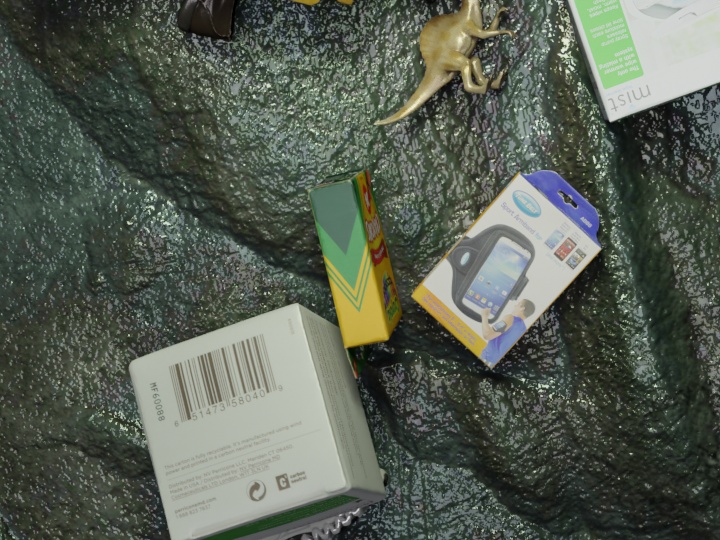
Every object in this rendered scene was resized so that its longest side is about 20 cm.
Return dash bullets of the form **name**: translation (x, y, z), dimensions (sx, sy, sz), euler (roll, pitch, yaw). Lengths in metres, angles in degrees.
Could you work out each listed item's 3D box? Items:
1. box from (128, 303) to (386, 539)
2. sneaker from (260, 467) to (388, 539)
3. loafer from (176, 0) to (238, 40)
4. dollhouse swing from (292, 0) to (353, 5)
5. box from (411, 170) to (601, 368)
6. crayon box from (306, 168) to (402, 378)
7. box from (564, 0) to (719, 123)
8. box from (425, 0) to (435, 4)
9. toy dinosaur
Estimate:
- **box**: translation (-0.104, 0.168, 1.426), dimensions (0.197, 0.171, 0.202), euler (-19, 75, 10)
- **sneaker**: translation (-0.060, 0.268, 1.515), dimensions (0.199, 0.075, 0.081), euler (-34, 84, 11)
- **loafer**: translation (-0.121, -0.331, 1.433), dimensions (0.071, 0.073, 0.201), euler (28, 110, -3)
- **dollhouse swing**: translation (-0.081, -0.401, 1.356), dimensions (0.198, 0.177, 0.183), euler (12, 132, -8)
- **box**: translation (0.162, -0.008, 1.453), dimensions (0.119, 0.041, 0.200), euler (41, 104, 0)
- **crayon box**: translation (0.000, 0.000, 1.434), dimensions (0.050, 0.127, 0.202), euler (-12, 98, 10)
- **box**: translation (0.312, -0.263, 1.364), dimensions (0.198, 0.097, 0.178), euler (-18, 94, 9)
- **box**: translation (0.069, -0.400, 1.389), dimensions (0.160, 0.044, 0.201), euler (-39, 84, 11)
- **toy dinosaur**: translation (0.101, -0.221, 1.430), dimensions (0.101, 0.058, 0.201), euler (29, 94, 18)
